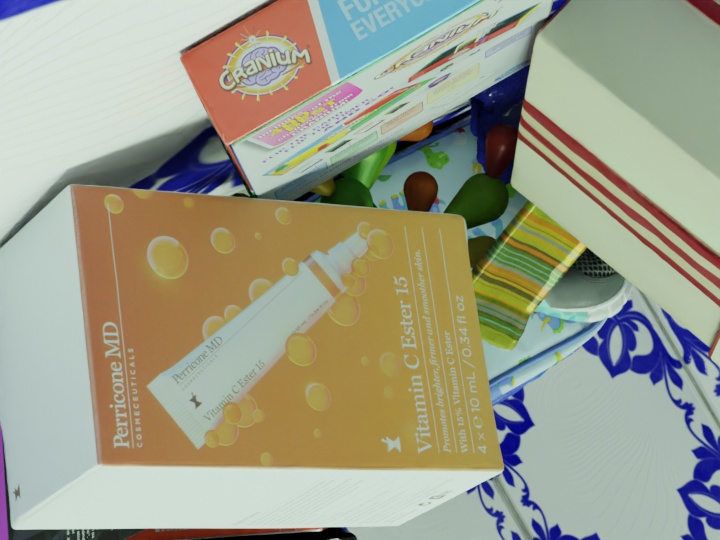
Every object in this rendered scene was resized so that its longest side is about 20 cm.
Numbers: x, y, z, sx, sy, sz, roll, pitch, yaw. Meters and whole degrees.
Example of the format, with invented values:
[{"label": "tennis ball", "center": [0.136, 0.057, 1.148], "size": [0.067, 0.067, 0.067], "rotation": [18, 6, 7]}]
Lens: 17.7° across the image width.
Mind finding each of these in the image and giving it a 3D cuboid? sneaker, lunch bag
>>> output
[{"label": "sneaker", "center": [0.144, -0.040, 1.336], "size": [0.200, 0.077, 0.092], "rotation": [-34, 139, -48]}, {"label": "lunch bag", "center": [0.043, 0.011, 1.371], "size": [0.199, 0.161, 0.082], "rotation": [-27, 174, -34]}]

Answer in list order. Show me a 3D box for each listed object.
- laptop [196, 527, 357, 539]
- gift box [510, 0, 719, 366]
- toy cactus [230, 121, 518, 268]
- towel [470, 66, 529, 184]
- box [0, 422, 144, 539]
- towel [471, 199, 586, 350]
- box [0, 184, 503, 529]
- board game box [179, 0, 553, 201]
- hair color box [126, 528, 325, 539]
[{"label": "laptop", "center": [-0.040, 0.198, 1.283], "size": [0.199, 0.117, 0.187], "rotation": [-5, 179, -10]}, {"label": "gift box", "center": [0.196, -0.066, 1.061], "size": [0.185, 0.187, 0.200], "rotation": [-47, 164, -12]}, {"label": "toy cactus", "center": [0.000, 0.000, 1.194], "size": [0.199, 0.102, 0.166], "rotation": [-20, 133, -45]}, {"label": "towel", "center": [0.149, -0.128, 1.310], "size": [0.199, 0.050, 0.148], "rotation": [-29, 164, -4]}, {"label": "box", "center": [-0.137, 0.065, 1.104], "size": [0.036, 0.144, 0.200], "rotation": [8, -164, 34]}, {"label": "towel", "center": [0.120, -0.042, 1.210], "size": [0.200, 0.018, 0.086], "rotation": [-51, 156, 11]}, {"label": "box", "center": [-0.051, 0.042, 1.021], "size": [0.199, 0.125, 0.097], "rotation": [3, 158, -31]}, {"label": "board game box", "center": [0.008, -0.090, 0.972], "size": [0.152, 0.040, 0.200], "rotation": [-30, 174, -3]}, {"label": "hair color box", "center": [-0.105, 0.114, 1.272], "size": [0.199, 0.064, 0.111], "rotation": [-7, 179, 14]}]
